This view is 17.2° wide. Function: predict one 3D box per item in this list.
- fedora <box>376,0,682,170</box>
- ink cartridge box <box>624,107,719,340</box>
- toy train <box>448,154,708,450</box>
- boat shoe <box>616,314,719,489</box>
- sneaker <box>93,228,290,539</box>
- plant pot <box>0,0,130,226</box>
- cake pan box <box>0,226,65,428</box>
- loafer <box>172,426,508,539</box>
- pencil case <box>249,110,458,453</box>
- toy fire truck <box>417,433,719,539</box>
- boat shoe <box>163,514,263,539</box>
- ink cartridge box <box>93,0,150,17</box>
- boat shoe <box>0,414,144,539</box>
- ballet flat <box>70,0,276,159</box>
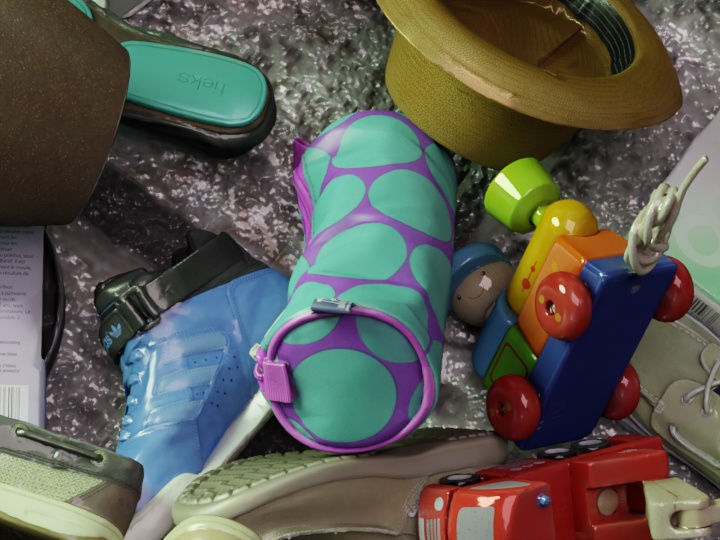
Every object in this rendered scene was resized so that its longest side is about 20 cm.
[{"bbox_3d":[0.074,-0.111,1.265,0.200,0.082,0.201,22,32,-15],"label":"fedora"},{"bbox_3d":[0.258,-0.038,1.309,0.161,0.050,0.200,36,72,4],"label":"ink cartridge box"},{"bbox_3d":[0.106,-0.016,1.197,0.084,0.200,0.116,-9,47,-35],"label":"toy train"},{"bbox_3d":[0.192,0.075,1.252,0.200,0.062,0.072,42,71,8],"label":"boat shoe"},{"bbox_3d":[-0.109,0.064,1.204,0.111,0.077,0.200,41,67,0],"label":"sneaker"},{"bbox_3d":[-0.220,-0.097,1.154,0.200,0.187,0.187,19,69,-17],"label":"plant pot"},{"bbox_3d":[-0.251,0.011,1.219,0.199,0.052,0.185,0,73,-8],"label":"cake pan box"},{"bbox_3d":[-0.002,0.121,1.175,0.200,0.076,0.068,-7,91,-38],"label":"loafer"},{"bbox_3d":[0.000,0.000,1.190,0.092,0.085,0.200,7,33,1],"label":"pencil case"},{"bbox_3d":[0.144,0.114,1.165,0.200,0.141,0.049,-10,96,-38],"label":"toy fire truck"},{"bbox_3d":[-0.093,0.210,1.113,0.073,0.063,0.200,20,108,0],"label":"boat shoe"},{"bbox_3d":[-0.102,-0.239,1.244,0.146,0.200,0.086,-40,79,-18],"label":"ink cartridge box"},{"bbox_3d":[-0.199,0.085,1.142,0.200,0.072,0.066,21,61,8],"label":"boat shoe"},{"bbox_3d":[-0.142,-0.105,1.263,0.200,0.068,0.068,24,70,1],"label":"ballet flat"}]
